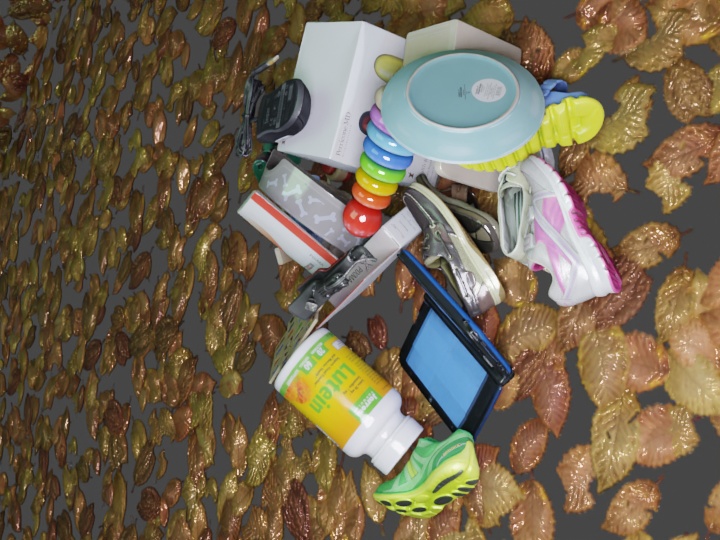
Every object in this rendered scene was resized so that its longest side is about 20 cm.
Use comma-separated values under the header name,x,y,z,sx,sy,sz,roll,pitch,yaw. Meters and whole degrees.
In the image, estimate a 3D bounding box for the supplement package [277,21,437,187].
name,x,y,z,sx,sy,sz,roll,pitch,yaw
supplement package,0.016,-0.236,1.334,0.146,0.198,0.195,18,96,52

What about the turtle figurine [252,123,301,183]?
name,x,y,z,sx,sy,sz,roll,pitch,yaw
turtle figurine,-0.131,-0.226,1.565,0.150,0.100,0.201,-53,16,26

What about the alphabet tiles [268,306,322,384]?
name,x,y,z,sx,sy,sz,roll,pitch,yaw
alphabet tiles,-0.087,0.076,1.373,0.168,0.006,0.200,-57,10,15

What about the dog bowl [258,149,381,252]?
name,x,y,z,sx,sy,sz,roll,pitch,yaw
dog bowl,-0.063,-0.095,1.343,0.059,0.199,0.200,-54,41,5

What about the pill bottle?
name,x,y,z,sx,sy,sz,roll,pitch,yaw
pill bottle,-0.013,0.184,1.277,0.199,0.111,0.112,40,117,10

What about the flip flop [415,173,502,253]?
name,x,y,z,sx,sy,sz,roll,pitch,yaw
flip flop,0.139,-0.084,1.247,0.057,0.082,0.200,-38,32,-10

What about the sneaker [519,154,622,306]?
name,x,y,z,sx,sy,sz,roll,pitch,yaw
sneaker,0.225,-0.045,1.086,0.088,0.081,0.202,-31,59,21

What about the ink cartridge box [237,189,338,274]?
name,x,y,z,sx,sy,sz,roll,pitch,yaw
ink cartridge box,-0.103,-0.047,1.326,0.050,0.162,0.200,-50,9,1

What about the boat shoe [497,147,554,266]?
name,x,y,z,sx,sy,sz,roll,pitch,yaw
boat shoe,0.205,-0.105,1.168,0.072,0.061,0.203,-27,60,45

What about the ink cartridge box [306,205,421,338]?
name,x,y,z,sx,sy,sz,roll,pitch,yaw
ink cartridge box,0.000,0.000,1.302,0.044,0.173,0.200,48,140,4

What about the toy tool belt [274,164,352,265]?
name,x,y,z,sx,sy,sz,roll,pitch,yaw
toy tool belt,-0.076,-0.101,1.481,0.124,0.122,0.204,-4,78,51

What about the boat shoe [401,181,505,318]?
name,x,y,z,sx,sy,sz,roll,pitch,yaw
boat shoe,0.110,-0.028,1.209,0.064,0.073,0.201,-34,70,-8

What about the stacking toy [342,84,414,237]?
name,x,y,z,sx,sy,sz,roll,pitch,yaw
stacking toy,0.025,-0.133,1.195,0.086,0.084,0.202,56,132,43

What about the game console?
name,x,y,z,sx,sy,sz,roll,pitch,yaw
game console,0.098,0.101,1.216,0.118,0.171,0.200,-42,44,1

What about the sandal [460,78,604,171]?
name,x,y,z,sx,sy,sz,roll,pitch,yaw
sandal,0.195,-0.184,1.146,0.088,0.196,0.080,-99,-4,-47

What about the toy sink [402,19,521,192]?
name,x,y,z,sx,sy,sz,roll,pitch,yaw
toy sink,0.126,-0.212,1.244,0.111,0.129,0.204,0,82,52

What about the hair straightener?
name,x,y,z,sx,sy,sz,roll,pitch,yaw
hair straightener,-0.040,0.026,1.223,0.199,0.041,0.078,-31,29,50

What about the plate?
name,x,y,z,sx,sy,sz,roll,pitch,yaw
plate,0.121,-0.205,1.095,0.026,0.197,0.202,83,165,-50

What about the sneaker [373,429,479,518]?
name,x,y,z,sx,sy,sz,roll,pitch,yaw
sneaker,0.092,0.271,1.226,0.200,0.073,0.084,-38,29,44

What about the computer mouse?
name,x,y,z,sx,sy,sz,roll,pitch,yaw
computer mouse,-0.113,-0.243,1.311,0.199,0.045,0.143,-17,63,55
